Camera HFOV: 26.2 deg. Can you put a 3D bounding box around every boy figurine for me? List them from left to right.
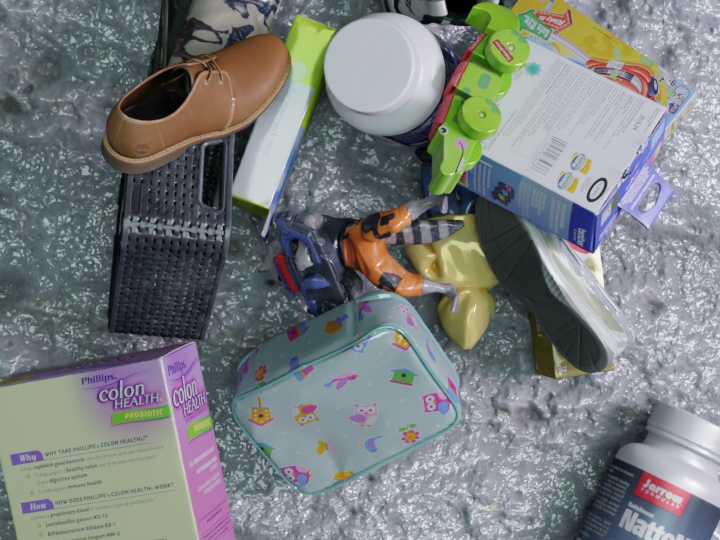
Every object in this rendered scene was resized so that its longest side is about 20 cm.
[{"bbox_3d":[0.104,-0.025,1.520,0.124,0.064,0.201,-8,94,-5],"label":"boy figurine"}]

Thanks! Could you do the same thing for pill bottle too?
[{"bbox_3d":[0.031,-0.176,1.422,0.110,0.200,0.112,0,90,14],"label":"pill bottle"},{"bbox_3d":[0.293,0.238,1.536,0.119,0.120,0.201,26,87,-10],"label":"pill bottle"}]

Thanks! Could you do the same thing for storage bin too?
[{"bbox_3d":[-0.172,-0.037,1.390,0.093,0.200,0.136,5,60,-10],"label":"storage bin"}]

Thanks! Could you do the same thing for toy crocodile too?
[{"bbox_3d":[0.098,-0.153,1.360,0.062,0.068,0.201,25,64,-3],"label":"toy crocodile"}]

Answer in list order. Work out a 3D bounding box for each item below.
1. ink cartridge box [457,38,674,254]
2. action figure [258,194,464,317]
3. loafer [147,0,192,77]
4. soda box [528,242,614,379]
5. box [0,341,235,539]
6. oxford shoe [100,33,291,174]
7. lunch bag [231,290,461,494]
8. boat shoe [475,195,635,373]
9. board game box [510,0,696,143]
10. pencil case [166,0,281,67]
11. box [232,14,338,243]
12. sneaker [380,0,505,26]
[{"bbox_3d":[0.189,-0.110,1.417,0.199,0.076,0.137,29,67,20],"label":"ink cartridge box"},{"bbox_3d":[0.000,0.000,1.479,0.192,0.105,0.201,1,132,17],"label":"action figure"},{"bbox_3d":[-0.158,-0.255,1.466,0.071,0.063,0.201,9,90,-10],"label":"loafer"},{"bbox_3d":[0.201,0.004,1.537,0.064,0.068,0.201,-9,93,-10],"label":"soda box"},{"bbox_3d":[-0.227,0.182,1.423,0.175,0.097,0.201,-11,95,14],"label":"box"},{"bbox_3d":[-0.130,-0.154,1.309,0.071,0.071,0.200,42,56,16],"label":"oxford shoe"},{"bbox_3d":[-0.013,0.119,1.458,0.199,0.077,0.161,-27,123,18],"label":"lunch bag"},{"bbox_3d":[0.183,0.001,1.469,0.065,0.074,0.202,-33,83,-39],"label":"boat shoe"},{"bbox_3d":[0.206,-0.172,1.504,0.200,0.034,0.135,38,84,19],"label":"board game box"},{"bbox_3d":[-0.108,-0.247,1.427,0.089,0.078,0.201,23,72,-17],"label":"pencil case"},{"bbox_3d":[-0.075,-0.130,1.455,0.047,0.122,0.201,21,87,-1],"label":"box"},{"bbox_3d":[0.128,-0.282,1.469,0.198,0.130,0.080,-20,112,-20],"label":"sneaker"}]
